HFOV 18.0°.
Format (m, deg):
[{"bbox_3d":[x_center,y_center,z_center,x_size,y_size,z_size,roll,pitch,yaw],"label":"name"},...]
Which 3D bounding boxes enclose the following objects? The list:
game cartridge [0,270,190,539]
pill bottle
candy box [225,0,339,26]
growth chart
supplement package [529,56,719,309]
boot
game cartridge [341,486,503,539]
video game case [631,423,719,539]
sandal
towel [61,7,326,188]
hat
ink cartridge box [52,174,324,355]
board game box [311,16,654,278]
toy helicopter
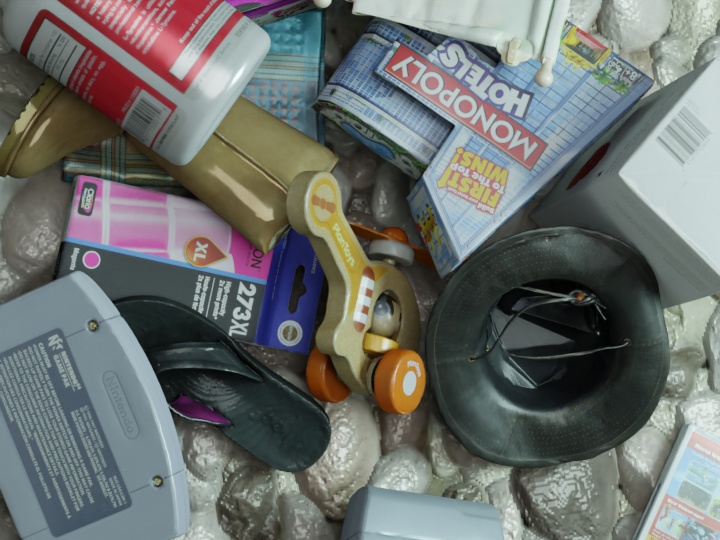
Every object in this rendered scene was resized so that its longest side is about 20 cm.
[{"bbox_3d":[-0.202,0.110,1.602,0.132,0.042,0.201,-23,89,9],"label":"game cartridge"},{"bbox_3d":[-0.170,-0.172,1.549,0.200,0.112,0.113,36,76,-3],"label":"pill bottle"},{"bbox_3d":[-0.105,-0.279,1.680,0.136,0.061,0.201,-19,82,-17],"label":"candy box"},{"bbox_3d":[0.064,-0.220,1.642,0.199,0.018,0.145,18,61,7],"label":"growth chart"},{"bbox_3d":[0.230,-0.056,1.672,0.120,0.200,0.121,43,75,-5],"label":"supplement package"},{"bbox_3d":[-0.137,-0.080,1.617,0.200,0.066,0.175,38,64,-1],"label":"boot"},{"bbox_3d":[0.048,0.254,1.619,0.133,0.041,0.201,14,57,-32],"label":"game cartridge"},{"bbox_3d":[0.270,0.238,1.738,0.142,0.017,0.201,28,77,-9],"label":"video game case"},{"bbox_3d":[-0.107,0.082,1.633,0.200,0.048,0.076,29,105,-12],"label":"sandal"},{"bbox_3d":[-0.121,-0.133,1.689,0.199,0.022,0.148,2,82,-13],"label":"towel"},{"bbox_3d":[0.132,0.045,1.684,0.199,0.081,0.202,-4,116,-8],"label":"hat"},{"bbox_3d":[-0.122,-0.003,1.661,0.199,0.037,0.095,12,87,-14],"label":"ink cartridge box"},{"bbox_3d":[0.076,-0.108,1.642,0.199,0.062,0.200,34,73,0],"label":"board game box"},{"bbox_3d":[0.000,0.000,1.640,0.133,0.078,0.201,-57,138,-32],"label":"toy helicopter"}]
